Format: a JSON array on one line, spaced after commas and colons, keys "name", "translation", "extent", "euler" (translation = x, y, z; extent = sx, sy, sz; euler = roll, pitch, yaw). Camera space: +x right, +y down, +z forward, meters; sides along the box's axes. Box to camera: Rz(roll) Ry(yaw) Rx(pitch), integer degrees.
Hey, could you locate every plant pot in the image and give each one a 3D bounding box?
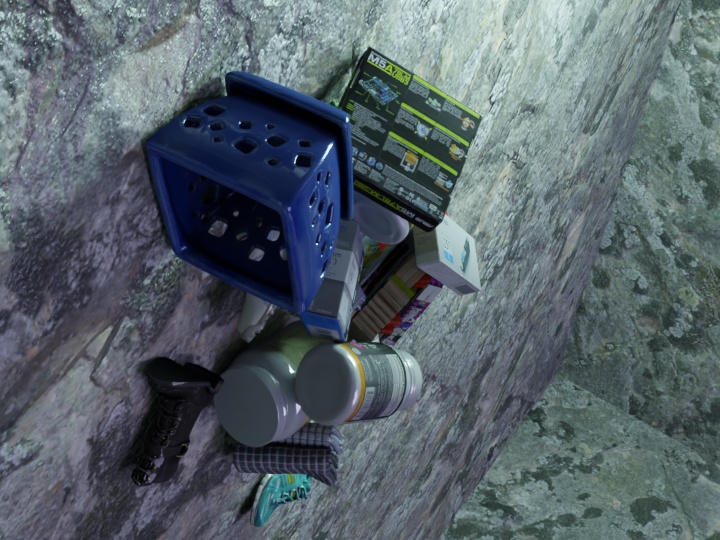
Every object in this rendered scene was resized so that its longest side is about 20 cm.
[{"name": "plant pot", "translation": [-0.112, -0.103, 1.219], "extent": [0.181, 0.197, 0.202], "euler": [-55, 158, -32]}]

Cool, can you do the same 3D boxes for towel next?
[{"name": "towel", "translation": [-0.116, 0.301, 1.700], "extent": [0.200, 0.162, 0.087], "euler": [74, 17, -73]}]

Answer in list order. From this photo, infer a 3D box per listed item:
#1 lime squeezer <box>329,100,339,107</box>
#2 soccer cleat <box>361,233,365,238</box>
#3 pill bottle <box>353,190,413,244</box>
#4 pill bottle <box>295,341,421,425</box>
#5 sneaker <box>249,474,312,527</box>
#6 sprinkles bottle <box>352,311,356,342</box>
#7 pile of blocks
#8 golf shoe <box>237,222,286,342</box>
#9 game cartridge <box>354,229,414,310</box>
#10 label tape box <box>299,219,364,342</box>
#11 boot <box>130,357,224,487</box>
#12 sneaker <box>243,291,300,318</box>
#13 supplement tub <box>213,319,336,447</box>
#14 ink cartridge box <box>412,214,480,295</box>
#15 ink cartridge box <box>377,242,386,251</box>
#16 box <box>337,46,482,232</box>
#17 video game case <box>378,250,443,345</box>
[{"name": "lime squeezer", "translation": [0.027, -0.245, 1.548], "extent": [0.199, 0.071, 0.038], "euler": [-37, 168, -48]}, {"name": "soccer cleat", "translation": [-0.009, -0.080, 1.674], "extent": [0.200, 0.068, 0.073], "euler": [-45, 173, -40]}, {"name": "pill bottle", "translation": [0.066, -0.147, 1.530], "extent": [0.201, 0.110, 0.112], "euler": [-55, 158, -26]}, {"name": "pill bottle", "translation": [0.002, 0.166, 1.542], "extent": [0.199, 0.116, 0.118], "euler": [5, 112, -56]}, {"name": "sneaker", "translation": [-0.133, 0.398, 1.920], "extent": [0.200, 0.079, 0.078], "euler": [-46, 154, -35]}, {"name": "sprinkles bottle", "translation": [-0.042, 0.121, 1.814], "extent": [0.068, 0.068, 0.203], "euler": [-38, 148, -46]}, {"name": "pile of blocks", "translation": [0.047, 0.056, 1.640], "extent": [0.200, 0.062, 0.082], "euler": [-46, -178, -9]}, {"name": "golf shoe", "translation": [-0.140, -0.007, 1.415], "extent": [0.078, 0.096, 0.203], "euler": [-173, -74, -79]}, {"name": "game cartridge", "translation": [0.000, 0.000, 1.694], "extent": [0.200, 0.132, 0.041], "euler": [-47, 111, -33]}, {"name": "label tape box", "translation": [-0.033, -0.017, 1.456], "extent": [0.144, 0.062, 0.204], "euler": [77, 24, -74]}, {"name": "boot", "translation": [-0.263, 0.215, 1.412], "extent": [0.176, 0.068, 0.200], "euler": [-63, 161, -1]}, {"name": "sneaker", "translation": [-0.088, 0.035, 1.530], "extent": [0.067, 0.091, 0.199], "euler": [-31, 170, 33]}, {"name": "supplement tub", "translation": [-0.119, 0.172, 1.592], "extent": [0.199, 0.144, 0.147], "euler": [-29, 142, -54]}, {"name": "ink cartridge box", "translation": [0.132, -0.069, 1.661], "extent": [0.200, 0.044, 0.180], "euler": [30, 49, -62]}, {"name": "ink cartridge box", "translation": [0.057, -0.156, 1.637], "extent": [0.161, 0.049, 0.202], "euler": [-48, 127, -34]}, {"name": "box", "translation": [0.055, -0.184, 1.451], "extent": [0.047, 0.198, 0.196], "euler": [-42, -158, 60]}, {"name": "video game case", "translation": [0.081, -0.004, 1.772], "extent": [0.182, 0.035, 0.203], "euler": [127, -28, -45]}]
